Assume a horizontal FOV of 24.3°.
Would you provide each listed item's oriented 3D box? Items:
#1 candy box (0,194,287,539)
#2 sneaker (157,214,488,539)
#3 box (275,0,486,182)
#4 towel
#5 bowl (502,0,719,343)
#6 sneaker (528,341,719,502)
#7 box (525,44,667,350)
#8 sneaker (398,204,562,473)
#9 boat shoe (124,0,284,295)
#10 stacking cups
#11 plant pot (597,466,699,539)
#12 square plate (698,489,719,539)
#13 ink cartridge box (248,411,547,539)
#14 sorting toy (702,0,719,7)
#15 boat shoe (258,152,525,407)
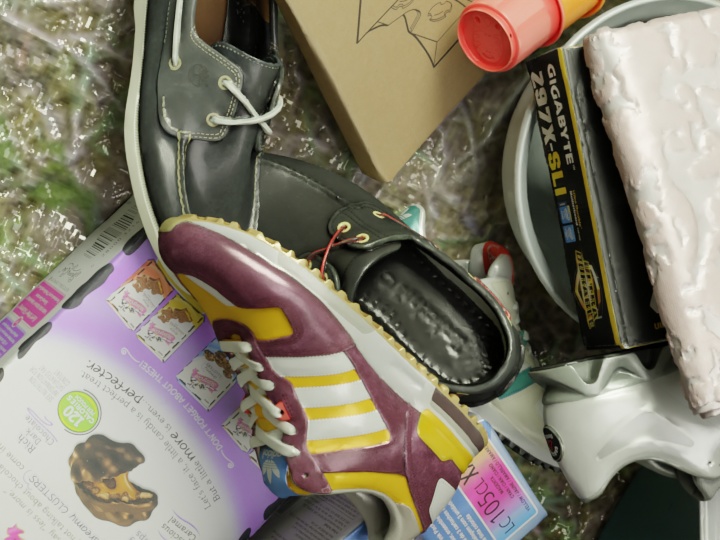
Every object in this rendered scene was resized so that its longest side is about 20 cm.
[{"bbox_3d":[-0.126,0.085,0.888,0.200,0.071,0.168,-44,113,-12],"label":"candy box"},{"bbox_3d":[-0.030,0.057,0.797,0.200,0.075,0.090,40,77,-17],"label":"sneaker"},{"bbox_3d":[0.030,-0.159,0.876,0.164,0.021,0.200,-49,147,-13],"label":"box"},{"bbox_3d":[0.222,-0.043,0.861,0.190,0.032,0.201,-14,82,-21],"label":"towel"},{"bbox_3d":[0.159,-0.061,0.978,0.200,0.090,0.202,-4,101,-22],"label":"bowl"},{"bbox_3d":[0.194,0.074,0.895,0.199,0.074,0.089,-13,86,-6],"label":"sneaker"},{"bbox_3d":[0.199,-0.054,0.904,0.199,0.049,0.161,-11,91,-21],"label":"box"},{"bbox_3d":[0.077,0.039,0.969,0.199,0.070,0.094,35,89,-21],"label":"sneaker"},{"bbox_3d":[-0.072,-0.087,0.829,0.072,0.067,0.201,3,85,-47],"label":"boat shoe"},{"bbox_3d":[0.128,-0.168,0.930,0.200,0.060,0.061,-42,114,-32],"label":"stacking cups"},{"bbox_3d":[0.233,0.192,1.032,0.141,0.141,0.201,24,84,-25],"label":"plant pot"},{"bbox_3d":[0.276,0.101,0.964,0.199,0.028,0.199,0,82,-17],"label":"square plate"},{"bbox_3d":[-0.015,0.157,0.914,0.200,0.136,0.077,-37,106,-13],"label":"ink cartridge box"},{"bbox_3d":[0.257,-0.215,0.969,0.179,0.107,0.201,2,98,-37],"label":"sorting toy"},{"bbox_3d":[0.002,-0.002,0.892,0.201,0.063,0.074,37,84,9],"label":"boat shoe"}]
